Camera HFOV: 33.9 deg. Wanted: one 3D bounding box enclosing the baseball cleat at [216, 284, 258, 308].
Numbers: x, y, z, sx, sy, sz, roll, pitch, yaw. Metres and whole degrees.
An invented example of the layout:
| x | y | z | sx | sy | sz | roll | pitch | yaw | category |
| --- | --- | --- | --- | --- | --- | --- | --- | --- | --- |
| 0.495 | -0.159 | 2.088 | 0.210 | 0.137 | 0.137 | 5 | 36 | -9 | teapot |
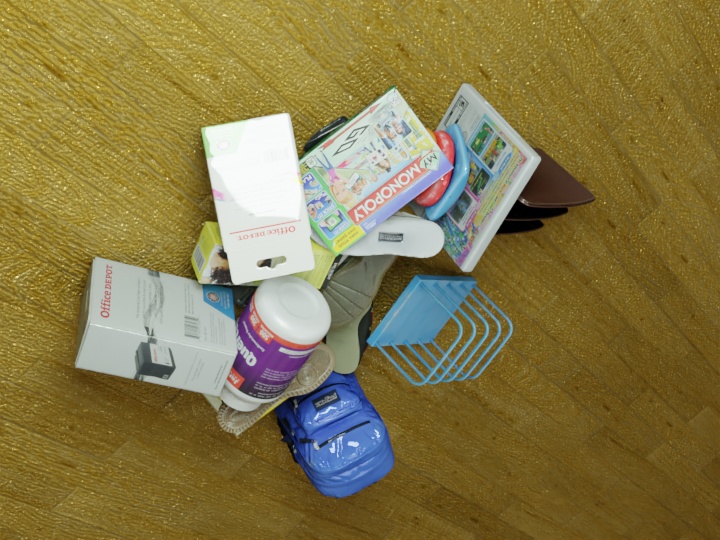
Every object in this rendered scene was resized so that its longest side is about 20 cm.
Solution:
| x | y | z | sx | sy | sz | roll | pitch | yaw | category |
| --- | --- | --- | --- | --- | --- | --- | --- | --- | --- |
| -0.129 | 0.051 | 1.727 | 0.199 | 0.107 | 0.070 | 22 | 121 | -42 | baseball cleat |

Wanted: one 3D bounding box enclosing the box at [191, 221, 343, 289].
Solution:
| x | y | z | sx | sy | sz | roll | pitch | yaw | category |
| --- | --- | --- | --- | --- | --- | --- | --- | --- | --- |
| -0.126 | -0.019 | 1.621 | 0.198 | 0.050 | 0.076 | 2 | 133 | -31 | box |

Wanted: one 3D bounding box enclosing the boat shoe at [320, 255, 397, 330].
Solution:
| x | y | z | sx | sy | sz | roll | pitch | yaw | category |
| --- | --- | --- | --- | --- | --- | --- | --- | --- | --- |
| 0.000 | -0.001 | 1.759 | 0.071 | 0.066 | 0.202 | 33 | 100 | -13 | boat shoe |

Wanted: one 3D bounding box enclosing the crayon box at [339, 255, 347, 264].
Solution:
| x | y | z | sx | sy | sz | roll | pitch | yaw | category |
| --- | --- | --- | --- | --- | --- | --- | --- | --- | --- |
| -0.098 | -0.061 | 1.672 | 0.199 | 0.052 | 0.126 | 24 | 118 | -43 | crayon box |

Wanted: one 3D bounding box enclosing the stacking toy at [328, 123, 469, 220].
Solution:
| x | y | z | sx | sy | sz | roll | pitch | yaw | category |
| --- | --- | --- | --- | --- | --- | --- | --- | --- | --- |
| 0.042 | -0.157 | 1.623 | 0.198 | 0.110 | 0.116 | 13 | 133 | -24 | stacking toy |

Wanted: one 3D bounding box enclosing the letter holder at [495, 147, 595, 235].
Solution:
| x | y | z | sx | sy | sz | roll | pitch | yaw | category |
| --- | --- | --- | --- | --- | --- | --- | --- | --- | --- |
| 0.239 | -0.102 | 1.760 | 0.199 | 0.142 | 0.101 | -7 | 133 | -49 | letter holder |

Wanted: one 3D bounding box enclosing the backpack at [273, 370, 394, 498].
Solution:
| x | y | z | sx | sy | sz | roll | pitch | yaw | category |
| --- | --- | --- | --- | --- | --- | --- | --- | --- | --- |
| -0.048 | 0.256 | 1.912 | 0.161 | 0.201 | 0.168 | -28 | 140 | -6 | backpack |

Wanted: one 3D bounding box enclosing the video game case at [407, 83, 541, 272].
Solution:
| x | y | z | sx | sy | sz | roll | pitch | yaw | category |
| --- | --- | --- | --- | --- | --- | --- | --- | --- | --- |
| 0.151 | -0.132 | 1.677 | 0.024 | 0.182 | 0.201 | 3 | 128 | -41 | video game case |

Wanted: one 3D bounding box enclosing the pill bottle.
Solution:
| x | y | z | sx | sy | sz | roll | pitch | yaw | category |
| --- | --- | --- | --- | --- | --- | --- | --- | --- | --- |
| -0.129 | 0.106 | 1.638 | 0.112 | 0.113 | 0.200 | 3 | 137 | -36 | pill bottle |

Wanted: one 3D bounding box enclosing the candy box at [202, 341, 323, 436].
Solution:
| x | y | z | sx | sy | sz | roll | pitch | yaw | category |
| --- | --- | --- | --- | --- | --- | --- | --- | --- | --- |
| -0.146 | 0.161 | 1.848 | 0.199 | 0.026 | 0.103 | -36 | 106 | 3 | candy box |

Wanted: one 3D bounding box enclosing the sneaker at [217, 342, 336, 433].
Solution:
| x | y | z | sx | sy | sz | roll | pitch | yaw | category |
| --- | --- | --- | --- | --- | --- | --- | --- | --- | --- |
| -0.130 | 0.167 | 1.786 | 0.199 | 0.108 | 0.070 | -33 | 97 | -4 | sneaker |

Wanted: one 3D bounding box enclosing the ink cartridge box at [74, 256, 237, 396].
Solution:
| x | y | z | sx | sy | sz | roll | pitch | yaw | category |
| --- | --- | --- | --- | --- | --- | --- | --- | --- | --- |
| -0.273 | 0.075 | 1.581 | 0.198 | 0.146 | 0.084 | 14 | 123 | -19 | ink cartridge box |

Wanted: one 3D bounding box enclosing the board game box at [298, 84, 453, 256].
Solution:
| x | y | z | sx | sy | sz | roll | pitch | yaw | category |
| --- | --- | --- | --- | --- | --- | --- | --- | --- | --- |
| 0.005 | -0.132 | 1.570 | 0.199 | 0.029 | 0.135 | -37 | 104 | 8 | board game box |

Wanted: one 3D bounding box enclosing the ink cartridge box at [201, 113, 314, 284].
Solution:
| x | y | z | sx | sy | sz | roll | pitch | yaw | category |
| --- | --- | --- | --- | --- | --- | --- | --- | --- | --- |
| -0.130 | -0.091 | 1.515 | 0.116 | 0.067 | 0.202 | -10 | 94 | -6 | ink cartridge box |

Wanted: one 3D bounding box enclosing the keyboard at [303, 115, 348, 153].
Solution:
| x | y | z | sx | sy | sz | roll | pitch | yaw | category |
| --- | --- | --- | --- | --- | --- | --- | --- | --- | --- |
| 0.001 | -0.149 | 1.688 | 0.126 | 0.021 | 0.201 | -28 | 141 | 0 | keyboard |

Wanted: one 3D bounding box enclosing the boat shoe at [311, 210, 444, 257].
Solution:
| x | y | z | sx | sy | sz | roll | pitch | yaw | category |
| --- | --- | --- | --- | --- | --- | --- | --- | --- | --- |
| 0.016 | -0.060 | 1.648 | 0.198 | 0.070 | 0.072 | 5 | 102 | -11 | boat shoe |

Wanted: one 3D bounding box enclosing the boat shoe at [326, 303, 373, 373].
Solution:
| x | y | z | sx | sy | sz | roll | pitch | yaw | category |
| --- | --- | --- | --- | --- | --- | --- | --- | --- | --- |
| -0.016 | 0.062 | 1.855 | 0.073 | 0.063 | 0.203 | 11 | 119 | 9 | boat shoe |

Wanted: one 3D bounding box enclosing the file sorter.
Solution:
| x | y | z | sx | sy | sz | roll | pitch | yaw | category |
| --- | --- | --- | --- | --- | --- | --- | --- | --- | --- |
| 0.136 | 0.100 | 1.900 | 0.139 | 0.123 | 0.199 | -53 | 155 | 20 | file sorter |
